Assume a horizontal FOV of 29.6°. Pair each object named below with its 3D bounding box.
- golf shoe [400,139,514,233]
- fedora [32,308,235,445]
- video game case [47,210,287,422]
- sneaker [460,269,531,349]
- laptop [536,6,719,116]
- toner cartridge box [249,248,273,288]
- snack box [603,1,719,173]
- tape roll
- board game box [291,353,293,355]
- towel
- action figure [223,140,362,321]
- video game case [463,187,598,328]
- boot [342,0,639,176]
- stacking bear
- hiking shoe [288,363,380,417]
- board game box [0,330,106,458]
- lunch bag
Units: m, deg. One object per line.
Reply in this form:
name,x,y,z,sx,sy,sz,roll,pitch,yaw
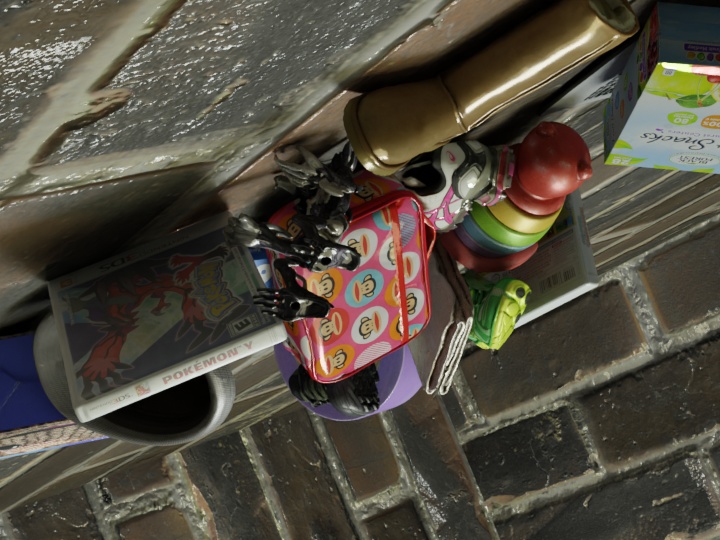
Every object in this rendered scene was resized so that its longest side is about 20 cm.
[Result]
golf shoe,0.080,-0.093,1.382,0.091,0.073,0.200,12,164,-16
fedora,-0.204,0.078,1.305,0.198,0.178,0.090,0,-148,20
video game case,-0.172,0.033,1.171,0.181,0.023,0.200,-22,-145,-6
sneaker,0.132,0.043,1.516,0.074,0.083,0.200,-58,180,-13
laptop,0.317,-0.166,1.342,0.199,0.117,0.187,-18,169,-31
toner cartridge box,-0.062,0.001,1.400,0.198,0.043,0.095,-9,137,-28
snack box,0.327,-0.161,1.253,0.167,0.068,0.200,4,159,-2
tape roll,-0.009,0.088,1.755,0.199,0.201,0.085,-28,170,29
board game box,-0.024,0.036,1.583,0.104,0.104,0.200,-20,-176,-18
towel,0.075,0.030,1.539,0.034,0.201,0.133,2,129,-19
action figure,-0.052,-0.048,1.160,0.119,0.101,0.201,-58,-163,26
video game case,0.190,-0.033,1.603,0.023,0.184,0.200,6,156,-34
boot,0.099,-0.154,1.047,0.199,0.067,0.175,-27,-177,30
stacking bear,0.170,-0.087,1.432,0.113,0.122,0.200,-36,174,-35
hiking shoe,-0.033,0.136,1.578,0.100,0.076,0.200,-21,-175,6
board game box,-0.324,0.127,1.436,0.158,0.098,0.200,-10,168,-13
lunch bag,0.000,0.000,1.349,0.175,0.082,0.201,-26,134,-20
